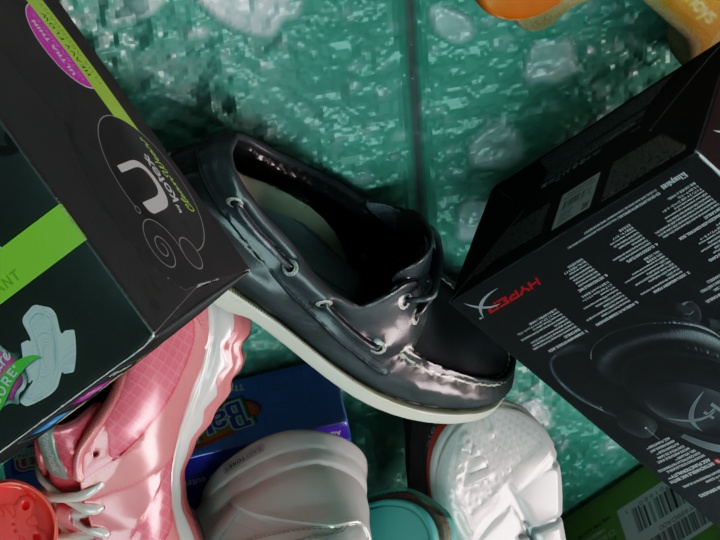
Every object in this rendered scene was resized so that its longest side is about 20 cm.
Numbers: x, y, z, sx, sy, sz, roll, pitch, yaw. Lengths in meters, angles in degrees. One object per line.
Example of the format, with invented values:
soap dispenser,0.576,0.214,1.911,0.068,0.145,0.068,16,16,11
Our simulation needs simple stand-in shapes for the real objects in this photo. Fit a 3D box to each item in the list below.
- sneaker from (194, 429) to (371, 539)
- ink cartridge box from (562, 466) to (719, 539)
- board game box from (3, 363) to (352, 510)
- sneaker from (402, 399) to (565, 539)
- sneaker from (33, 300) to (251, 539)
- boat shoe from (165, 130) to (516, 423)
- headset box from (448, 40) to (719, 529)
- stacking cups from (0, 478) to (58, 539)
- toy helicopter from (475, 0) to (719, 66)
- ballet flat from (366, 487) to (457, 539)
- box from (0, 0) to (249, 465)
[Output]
sneaker,-0.072,0.153,1.204,0.075,0.100,0.200,29,120,-35
ink cartridge box,0.176,0.183,1.370,0.148,0.076,0.200,-35,129,18
board game box,-0.068,0.139,1.289,0.152,0.045,0.200,-13,134,-2
sneaker,0.060,0.143,1.276,0.077,0.082,0.200,-15,108,-24
sneaker,-0.109,0.084,1.152,0.087,0.074,0.200,6,95,-54
boat shoe,0.000,-0.002,1.160,0.199,0.075,0.066,33,129,-25
headset box,0.162,0.020,1.152,0.200,0.077,0.149,38,136,-18
stacking cups,-0.174,0.128,1.174,0.060,0.061,0.200,4,164,-18
toy helicopter,0.114,-0.135,1.085,0.132,0.079,0.200,-41,140,11
ballet flat,-0.016,0.164,1.260,0.200,0.067,0.070,-44,149,25
box,-0.172,0.008,1.051,0.200,0.124,0.149,-36,91,19
